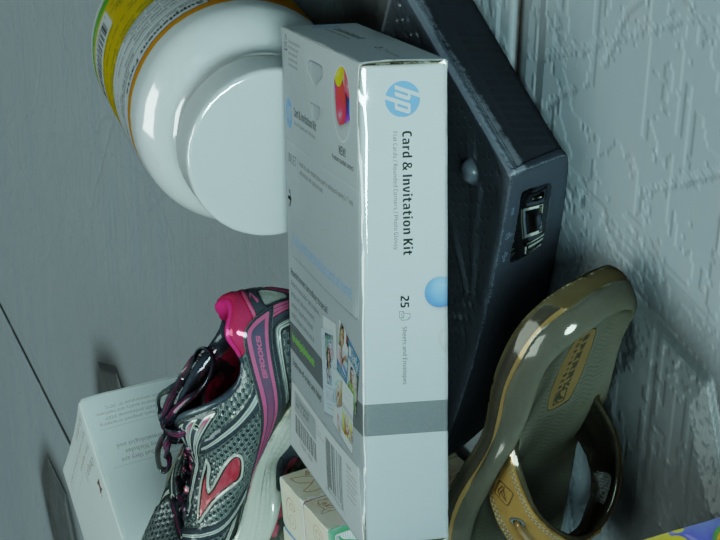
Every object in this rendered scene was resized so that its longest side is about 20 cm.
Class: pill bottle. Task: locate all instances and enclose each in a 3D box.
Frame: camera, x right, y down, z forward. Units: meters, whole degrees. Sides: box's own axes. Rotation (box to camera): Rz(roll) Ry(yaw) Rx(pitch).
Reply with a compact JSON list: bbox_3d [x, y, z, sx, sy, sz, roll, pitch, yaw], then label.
[{"bbox_3d":[-0.067,-0.091,1.088,0.200,0.111,0.112,-126,30,-63],"label":"pill bottle"}]

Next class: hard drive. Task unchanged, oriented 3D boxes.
[{"bbox_3d":[0.040,-0.021,0.970,0.200,0.042,0.135,100,150,-49],"label":"hard drive"}]

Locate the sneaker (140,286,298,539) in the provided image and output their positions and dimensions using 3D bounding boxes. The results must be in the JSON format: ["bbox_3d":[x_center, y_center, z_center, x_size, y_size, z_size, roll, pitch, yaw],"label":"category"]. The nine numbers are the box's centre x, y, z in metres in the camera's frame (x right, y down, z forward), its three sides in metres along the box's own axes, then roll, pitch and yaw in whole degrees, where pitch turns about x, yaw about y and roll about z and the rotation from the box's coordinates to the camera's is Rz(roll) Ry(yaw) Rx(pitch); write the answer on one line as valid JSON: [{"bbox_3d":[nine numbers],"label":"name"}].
[{"bbox_3d":[-0.074,0.088,1.094,0.201,0.074,0.081,-62,34,23],"label":"sneaker"}]

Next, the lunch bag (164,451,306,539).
[{"bbox_3d":[-0.036,0.158,1.186,0.164,0.117,0.201,-136,44,-57],"label":"lunch bag"}]

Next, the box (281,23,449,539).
[{"bbox_3d":[0.000,0.000,0.932,0.156,0.041,0.201,-140,47,-72],"label":"box"}]

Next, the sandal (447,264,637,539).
[{"bbox_3d":[0.084,0.081,0.897,0.055,0.082,0.201,41,137,24],"label":"sandal"}]

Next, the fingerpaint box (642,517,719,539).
[{"bbox_3d":[0.161,0.207,0.733,0.200,0.073,0.168,-128,32,-50],"label":"fingerpaint box"}]

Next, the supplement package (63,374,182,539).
[{"bbox_3d":[-0.106,0.181,1.383,0.117,0.117,0.201,115,138,-59],"label":"supplement package"}]

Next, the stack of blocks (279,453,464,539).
[{"bbox_3d":[0.004,0.193,1.086,0.059,0.115,0.201,41,140,54],"label":"stack of blocks"}]
